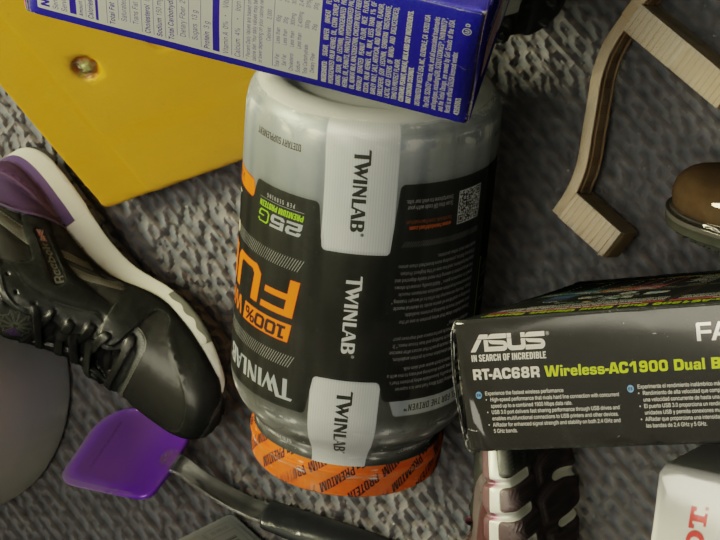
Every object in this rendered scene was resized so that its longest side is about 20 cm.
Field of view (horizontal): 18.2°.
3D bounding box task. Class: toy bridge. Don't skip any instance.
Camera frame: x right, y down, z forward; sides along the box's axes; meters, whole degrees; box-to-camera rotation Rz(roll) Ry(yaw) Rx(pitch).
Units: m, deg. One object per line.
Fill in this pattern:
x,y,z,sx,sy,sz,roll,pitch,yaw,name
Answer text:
0.153,-0.103,1.060,0.067,0.027,0.200,43,112,19,toy bridge

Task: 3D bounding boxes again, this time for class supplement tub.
0.000,0.000,1.087,0.122,0.122,0.201,16,115,26,supplement tub

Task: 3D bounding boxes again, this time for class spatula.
-0.065,0.121,1.197,0.199,0.057,0.021,20,147,18,spatula

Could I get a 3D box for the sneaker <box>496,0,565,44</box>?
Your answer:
-0.007,-0.145,1.047,0.067,0.199,0.091,110,145,-48,sneaker

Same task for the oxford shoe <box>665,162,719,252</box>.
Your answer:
0.222,-0.050,0.990,0.199,0.073,0.085,-5,109,36,oxford shoe

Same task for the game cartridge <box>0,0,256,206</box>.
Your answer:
-0.099,-0.126,1.134,0.199,0.033,0.176,-18,128,27,game cartridge

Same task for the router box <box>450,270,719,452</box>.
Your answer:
0.161,0.036,1.001,0.199,0.150,0.062,-5,93,29,router box

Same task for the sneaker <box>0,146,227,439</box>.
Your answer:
-0.159,0.026,1.198,0.200,0.087,0.076,45,133,20,sneaker

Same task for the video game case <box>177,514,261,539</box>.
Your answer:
-0.051,0.217,1.114,0.200,0.182,0.023,41,120,18,video game case

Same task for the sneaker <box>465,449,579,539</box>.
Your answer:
0.050,0.149,1.117,0.115,0.076,0.201,-7,92,31,sneaker

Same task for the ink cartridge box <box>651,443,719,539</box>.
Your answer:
0.230,0.170,1.015,0.199,0.084,0.147,11,100,26,ink cartridge box

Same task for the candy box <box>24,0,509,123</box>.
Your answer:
-0.026,-0.166,0.960,0.199,0.169,0.077,15,142,6,candy box

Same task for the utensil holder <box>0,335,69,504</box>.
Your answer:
-0.277,0.071,1.210,0.169,0.200,0.171,3,96,27,utensil holder
